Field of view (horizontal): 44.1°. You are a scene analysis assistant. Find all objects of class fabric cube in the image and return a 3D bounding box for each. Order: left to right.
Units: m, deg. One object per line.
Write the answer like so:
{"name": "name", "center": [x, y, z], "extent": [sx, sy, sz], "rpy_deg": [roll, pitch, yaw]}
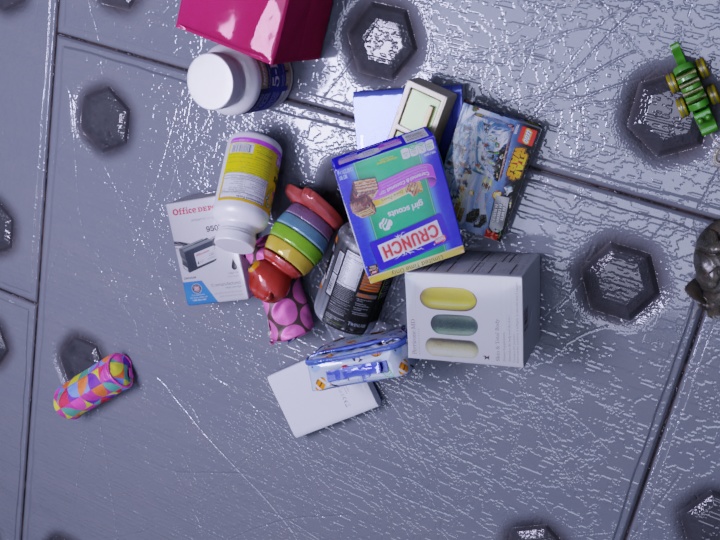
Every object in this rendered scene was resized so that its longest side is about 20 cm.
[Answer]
{"name": "fabric cube", "center": [-0.162, -0.474, 1.472], "extent": [0.193, 0.200, 0.203], "rpy_deg": [24, 113, 14]}

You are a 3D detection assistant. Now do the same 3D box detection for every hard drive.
{"name": "hard drive", "center": [-0.071, 0.229, 1.711], "extent": [0.197, 0.025, 0.134], "rpy_deg": [-25, 93, 26]}
{"name": "hard drive", "center": [0.085, -0.245, 1.525], "extent": [0.196, 0.025, 0.135], "rpy_deg": [1, 105, 23]}

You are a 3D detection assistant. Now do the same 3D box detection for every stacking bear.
{"name": "stacking bear", "center": [-0.127, -0.035, 1.577], "extent": [0.113, 0.121, 0.202], "rpy_deg": [39, 80, -28]}

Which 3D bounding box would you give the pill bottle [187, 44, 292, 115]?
{"name": "pill bottle", "center": [-0.208, -0.330, 1.529], "extent": [0.117, 0.200, 0.122], "rpy_deg": [6, 107, 20]}

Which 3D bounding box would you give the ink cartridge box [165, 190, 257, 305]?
{"name": "ink cartridge box", "center": [-0.275, -0.046, 1.699], "extent": [0.142, 0.084, 0.204], "rpy_deg": [-6, 101, 24]}

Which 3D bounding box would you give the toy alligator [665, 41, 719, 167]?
{"name": "toy alligator", "center": [0.507, -0.245, 1.330], "extent": [0.058, 0.054, 0.203], "rpy_deg": [-22, 95, 26]}

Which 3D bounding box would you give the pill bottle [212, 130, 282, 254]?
{"name": "pill bottle", "center": [-0.205, -0.137, 1.585], "extent": [0.102, 0.104, 0.204], "rpy_deg": [2, 70, 22]}

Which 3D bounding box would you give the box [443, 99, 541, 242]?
{"name": "box", "center": [0.203, -0.164, 1.473], "extent": [0.134, 0.040, 0.203], "rpy_deg": [19, 111, 2]}

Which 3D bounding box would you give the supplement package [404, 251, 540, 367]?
{"name": "supplement package", "center": [0.191, 0.060, 1.493], "extent": [0.196, 0.150, 0.155], "rpy_deg": [3, 106, 22]}

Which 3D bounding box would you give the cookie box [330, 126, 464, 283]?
{"name": "cookie box", "center": [0.061, -0.104, 1.433], "extent": [0.168, 0.075, 0.203], "rpy_deg": [-18, 112, 1]}

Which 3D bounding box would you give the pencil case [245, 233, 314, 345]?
{"name": "pencil case", "center": [-0.154, 0.033, 1.662], "extent": [0.092, 0.091, 0.204], "rpy_deg": [-17, 95, -6]}

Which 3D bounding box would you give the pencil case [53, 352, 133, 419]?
{"name": "pencil case", "center": [-0.572, 0.250, 1.910], "extent": [0.198, 0.088, 0.090], "rpy_deg": [-29, 92, 29]}

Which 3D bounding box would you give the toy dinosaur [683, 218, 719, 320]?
{"name": "toy dinosaur", "center": [0.545, -0.022, 1.360], "extent": [0.101, 0.076, 0.205], "rpy_deg": [6, 94, 55]}

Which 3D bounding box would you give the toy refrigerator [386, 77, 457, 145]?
{"name": "toy refrigerator", "center": [0.086, -0.210, 1.482], "extent": [0.075, 0.070, 0.203], "rpy_deg": [26, 112, 14]}

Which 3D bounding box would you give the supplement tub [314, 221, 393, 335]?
{"name": "supplement tub", "center": [0.000, 0.000, 1.574], "extent": [0.121, 0.122, 0.203], "rpy_deg": [26, 112, 14]}

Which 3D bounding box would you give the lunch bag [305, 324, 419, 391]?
{"name": "lunch bag", "center": [0.008, 0.155, 1.559], "extent": [0.196, 0.160, 0.077], "rpy_deg": [-14, 93, 16]}
